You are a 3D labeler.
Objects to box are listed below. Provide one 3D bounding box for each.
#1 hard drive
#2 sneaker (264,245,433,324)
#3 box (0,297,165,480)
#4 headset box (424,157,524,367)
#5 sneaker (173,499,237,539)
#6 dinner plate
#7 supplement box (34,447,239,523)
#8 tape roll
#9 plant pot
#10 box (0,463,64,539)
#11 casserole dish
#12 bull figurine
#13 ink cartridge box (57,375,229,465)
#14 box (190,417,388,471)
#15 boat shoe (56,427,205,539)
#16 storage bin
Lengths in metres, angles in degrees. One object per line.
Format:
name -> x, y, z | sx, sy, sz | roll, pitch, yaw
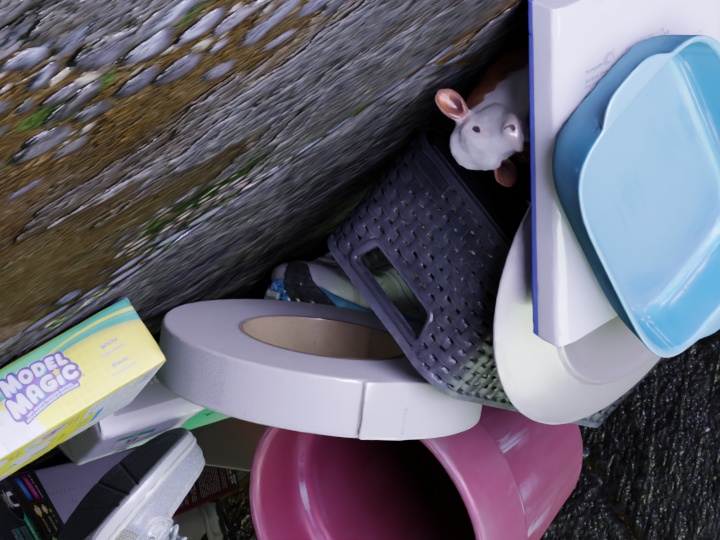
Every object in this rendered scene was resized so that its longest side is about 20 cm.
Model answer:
hard drive -> 0.141, -0.073, 1.422 | 0.132, 0.025, 0.201 | -29, 130, -34
sneaker -> 0.000, 0.000, 1.813 | 0.200, 0.075, 0.087 | 18, 88, -66
box -> -0.211, 0.094, 1.492 | 0.200, 0.048, 0.117 | -33, 175, -22
headset box -> 0.113, -0.011, 1.848 | 0.075, 0.149, 0.200 | -34, 173, 19
sneaker -> -0.146, 0.211, 2.206 | 0.080, 0.201, 0.074 | -23, 142, 0
dinner plate -> 0.148, -0.002, 1.513 | 0.200, 0.024, 0.201 | -27, 130, -36
supplement box -> -0.175, 0.164, 2.082 | 0.108, 0.061, 0.200 | -13, 180, 15
tape roll -> -0.023, 0.057, 1.620 | 0.202, 0.037, 0.203 | 8, -170, -1
plant pot -> 0.053, 0.143, 1.834 | 0.200, 0.200, 0.179 | -37, 175, 42
box -> -0.280, 0.223, 1.834 | 0.148, 0.125, 0.200 | -31, 176, 6
casserole dish -> 0.157, -0.042, 1.406 | 0.121, 0.039, 0.200 | -49, 139, -16
bull figurine -> 0.111, -0.099, 1.494 | 0.121, 0.065, 0.200 | -35, 174, 11
ink cartridge box -> -0.129, 0.096, 1.810 | 0.160, 0.050, 0.200 | -17, 167, -22
box -> -0.062, 0.105, 1.982 | 0.082, 0.069, 0.200 | -20, -173, -25
boat shoe -> -0.160, 0.191, 1.709 | 0.202, 0.065, 0.074 | -56, -160, -12
storage bin -> 0.092, 0.006, 1.604 | 0.094, 0.135, 0.200 | -47, 148, 18
